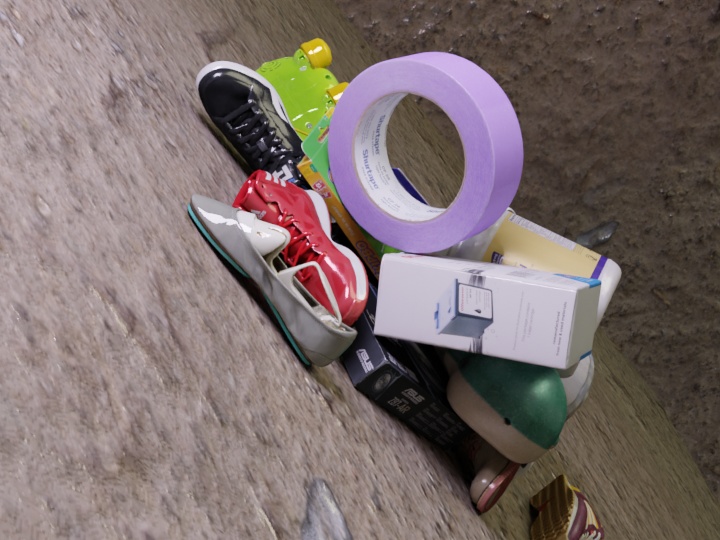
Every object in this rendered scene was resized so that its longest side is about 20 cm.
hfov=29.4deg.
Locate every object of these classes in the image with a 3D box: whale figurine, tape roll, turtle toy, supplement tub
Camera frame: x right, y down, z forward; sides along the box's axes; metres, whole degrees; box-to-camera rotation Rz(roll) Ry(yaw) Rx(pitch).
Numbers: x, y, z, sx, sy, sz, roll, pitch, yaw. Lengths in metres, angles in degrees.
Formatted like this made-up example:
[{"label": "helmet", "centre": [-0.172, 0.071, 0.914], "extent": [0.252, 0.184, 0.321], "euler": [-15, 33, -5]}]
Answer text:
[{"label": "whale figurine", "centre": [0.164, 0.126, 1.488], "extent": [0.159, 0.104, 0.200], "euler": [41, 10, -3]}, {"label": "tape roll", "centre": [0.065, -0.122, 1.418], "extent": [0.200, 0.200, 0.066], "euler": [55, 37, 8]}, {"label": "turtle toy", "centre": [-0.072, -0.175, 1.653], "extent": [0.200, 0.146, 0.101], "euler": [60, -8, 26]}, {"label": "supplement tub", "centre": [0.175, 0.017, 1.538], "extent": [0.200, 0.146, 0.145], "euler": [26, 8, 9]}]

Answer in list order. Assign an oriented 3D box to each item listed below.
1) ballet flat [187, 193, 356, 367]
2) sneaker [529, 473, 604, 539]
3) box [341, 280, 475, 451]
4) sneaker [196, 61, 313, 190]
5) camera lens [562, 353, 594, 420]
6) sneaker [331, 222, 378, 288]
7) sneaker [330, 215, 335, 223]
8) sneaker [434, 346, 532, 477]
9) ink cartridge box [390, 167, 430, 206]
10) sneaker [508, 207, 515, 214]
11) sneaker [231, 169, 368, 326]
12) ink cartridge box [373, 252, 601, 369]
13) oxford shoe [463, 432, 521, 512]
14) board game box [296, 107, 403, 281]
[{"label": "ballet flat", "centre": [-0.076, -0.003, 1.262], "extent": [0.200, 0.064, 0.067], "euler": [53, 11, -3]}, {"label": "sneaker", "centre": [0.256, 0.310, 1.639], "extent": [0.090, 0.075, 0.200], "euler": [48, 13, -2]}, {"label": "box", "centre": [0.033, 0.090, 1.472], "extent": [0.200, 0.044, 0.160], "euler": [41, 18, -47]}, {"label": "sneaker", "centre": [-0.098, -0.136, 1.500], "extent": [0.200, 0.073, 0.112], "euler": [47, 12, -35]}, {"label": "camera lens", "centre": [0.197, 0.106, 1.787], "extent": [0.200, 0.160, 0.160], "euler": [46, 14, -32]}, {"label": "sneaker", "centre": [0.000, 0.000, 1.589], "extent": [0.200, 0.070, 0.090], "euler": [40, -1, -43]}, {"label": "sneaker", "centre": [0.040, -0.015, 1.703], "extent": [0.200, 0.088, 0.076], "euler": [47, 14, -23]}, {"label": "sneaker", "centre": [0.138, 0.152, 1.669], "extent": [0.200, 0.073, 0.112], "euler": [59, 6, -14]}, {"label": "ink cartridge box", "centre": [0.040, -0.064, 1.753], "extent": [0.198, 0.043, 0.200], "euler": [47, -16, -29]}, {"label": "sneaker", "centre": [0.171, 0.014, 1.669], "extent": [0.099, 0.200, 0.071], "euler": [5, -25, 49]}, {"label": "sneaker", "centre": [-0.073, -0.025, 1.375], "extent": [0.115, 0.078, 0.200], "euler": [25, 22, -40]}, {"label": "ink cartridge box", "centre": [0.131, 0.036, 1.394], "extent": [0.146, 0.200, 0.086], "euler": [-8, 105, -70]}, {"label": "oxford shoe", "centre": [0.138, 0.205, 1.526], "extent": [0.075, 0.071, 0.200], "euler": [32, 19, 4]}, {"label": "board game box", "centre": [0.002, -0.076, 1.505], "extent": [0.200, 0.030, 0.096], "euler": [57, 37, -20]}]
